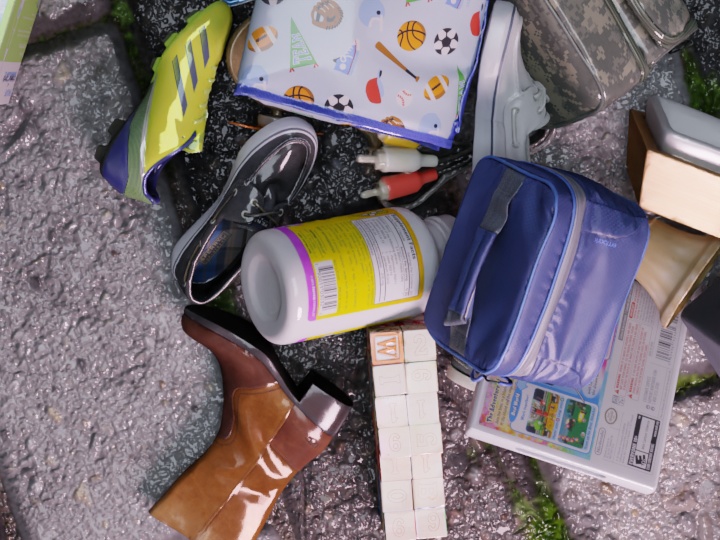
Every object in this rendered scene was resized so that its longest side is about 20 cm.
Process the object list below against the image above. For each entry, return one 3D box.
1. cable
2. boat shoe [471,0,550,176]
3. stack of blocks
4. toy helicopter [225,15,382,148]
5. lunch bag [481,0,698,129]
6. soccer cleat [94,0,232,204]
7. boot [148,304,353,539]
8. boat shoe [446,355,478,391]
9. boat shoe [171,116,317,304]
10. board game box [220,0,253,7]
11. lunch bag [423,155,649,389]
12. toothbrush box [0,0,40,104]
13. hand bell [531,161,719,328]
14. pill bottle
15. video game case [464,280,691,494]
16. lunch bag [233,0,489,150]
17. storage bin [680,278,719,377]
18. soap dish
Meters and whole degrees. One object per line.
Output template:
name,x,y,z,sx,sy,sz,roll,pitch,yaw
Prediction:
cable,0.089,-0.101,1.616,0.200,0.050,0.097,-5,113,-12
boat shoe,0.136,-0.146,1.551,0.065,0.074,0.200,6,127,7
stack of blocks,0.042,0.146,1.621,0.058,0.115,0.200,-5,97,-2
toy helicopter,-0.036,-0.158,1.608,0.200,0.079,0.132,33,87,-18
lunch bag,0.198,-0.253,1.577,0.168,0.139,0.200,-36,98,-26
soccer cleat,-0.163,-0.152,1.600,0.084,0.065,0.200,36,100,11
boot,-0.135,0.153,1.653,0.188,0.068,0.200,35,101,-13
boat shoe,0.183,0.104,1.645,0.200,0.073,0.062,18,99,1
boat shoe,-0.103,-0.049,1.588,0.070,0.066,0.200,30,113,-34
board game box,-0.059,-0.365,1.605,0.200,0.026,0.200,-16,96,-1
lunch bag,0.140,0.007,1.512,0.132,0.136,0.200,13,101,-33
toothbrush box,-0.331,-0.252,1.545,0.086,0.146,0.200,17,96,-5
hand bell,0.231,-0.044,1.629,0.200,0.104,0.104,35,94,13
pill bottle,0.000,0.000,1.582,0.200,0.104,0.104,-11,97,-30
video game case,0.204,0.088,1.620,0.182,0.024,0.200,18,64,-4
lunch bag,0.005,-0.205,1.506,0.200,0.124,0.170,13,96,-5
storage bin,0.385,0.073,1.575,0.145,0.200,0.134,-40,106,1
soap dish,0.338,-0.079,1.594,0.200,0.157,0.081,20,109,-4
